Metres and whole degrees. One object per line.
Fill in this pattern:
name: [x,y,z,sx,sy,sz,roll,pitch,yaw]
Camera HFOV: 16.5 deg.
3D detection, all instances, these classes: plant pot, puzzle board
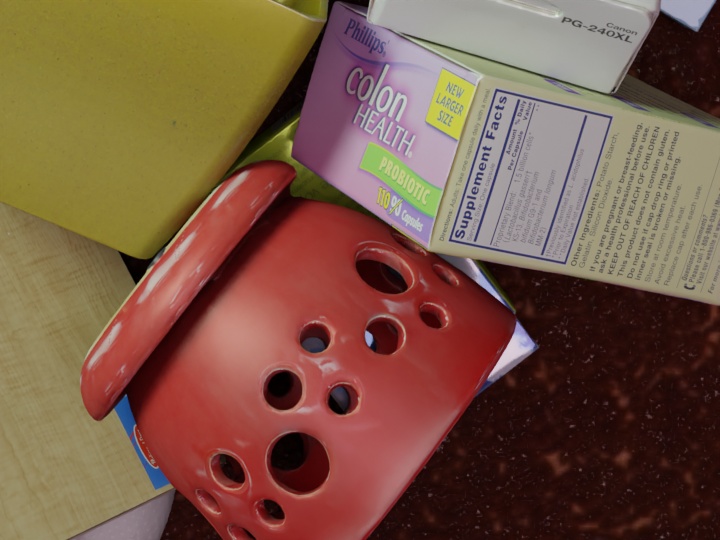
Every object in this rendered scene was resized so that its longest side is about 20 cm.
plant pot: [-0.039,0.049,1.376,0.182,0.200,0.201,40,96,-1]
plant pot: [-0.142,-0.126,1.392,0.199,0.200,0.177,23,109,-8]
puzzle board: [-0.187,0.056,1.439,0.150,0.017,0.201,-24,79,-25]

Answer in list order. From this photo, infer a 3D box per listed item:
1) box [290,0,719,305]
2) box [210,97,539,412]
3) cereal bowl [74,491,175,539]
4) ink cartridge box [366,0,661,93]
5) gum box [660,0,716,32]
box: [0.093,-0.066,1.383,0.199,0.176,0.097,11,103,-30]
box: [0.000,0.000,1.488,0.122,0.048,0.200,-38,100,5]
cereal bowl: [-0.207,0.124,1.482,0.199,0.083,0.202,-1,99,-3]
ink cartridge box: [0.093,-0.210,1.337,0.144,0.084,0.201,16,58,-6]
gum box: [0.155,-0.264,1.450,0.199,0.045,0.171,31,98,-7]
